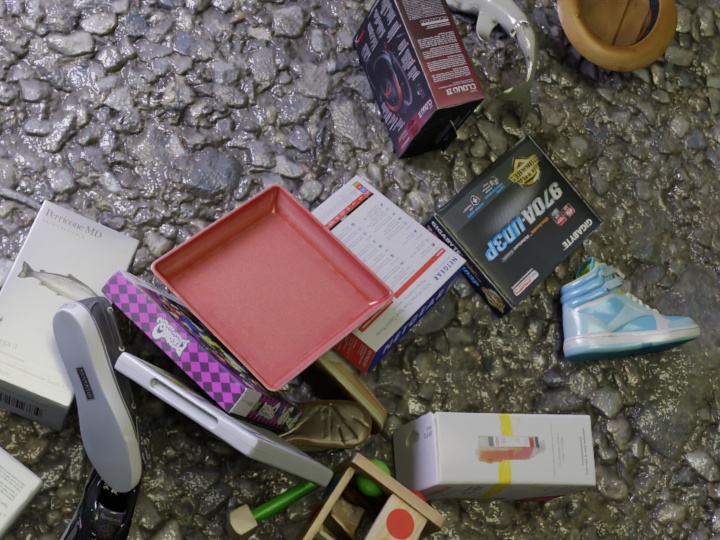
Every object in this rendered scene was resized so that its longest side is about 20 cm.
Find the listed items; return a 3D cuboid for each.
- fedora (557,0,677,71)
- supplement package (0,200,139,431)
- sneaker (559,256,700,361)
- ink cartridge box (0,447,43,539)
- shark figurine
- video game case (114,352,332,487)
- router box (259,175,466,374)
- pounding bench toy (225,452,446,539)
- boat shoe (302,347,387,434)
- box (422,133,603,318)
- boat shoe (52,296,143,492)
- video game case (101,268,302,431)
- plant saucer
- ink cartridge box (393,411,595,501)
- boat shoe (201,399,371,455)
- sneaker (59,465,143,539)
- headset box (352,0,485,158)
[{"bbox_3d":[0.355,-0.367,1.684,0.197,0.082,0.204,4,75,-15],"label":"fedora"},{"bbox_3d":[-0.333,0.050,1.272,0.115,0.117,0.202,22,65,-9],"label":"supplement package"},{"bbox_3d":[0.349,0.043,1.539,0.197,0.080,0.133,-3,74,-21],"label":"sneaker"},{"bbox_3d":[-0.440,0.255,1.181,0.146,0.083,0.201,39,63,-3],"label":"ink cartridge box"},{"bbox_3d":[0.210,-0.320,1.622,0.127,0.089,0.216,-30,73,8],"label":"shark figurine"},{"bbox_3d":[-0.135,0.155,1.201,0.181,0.200,0.022,29,84,26],"label":"video game case"},{"bbox_3d":[0.000,0.000,1.401,0.179,0.049,0.200,39,50,13],"label":"router box"},{"bbox_3d":[-0.032,0.275,1.296,0.199,0.124,0.157,37,64,-4],"label":"pounding bench toy"},{"bbox_3d":[-0.034,0.104,1.383,0.200,0.074,0.066,46,59,1],"label":"boat shoe"},{"bbox_3d":[0.201,-0.061,1.540,0.199,0.046,0.159,-39,87,-27],"label":"box"},{"bbox_3d":[-0.253,0.122,1.198,0.066,0.069,0.203,-28,103,-50],"label":"boat shoe"},{"bbox_3d":[-0.165,0.089,1.257,0.199,0.181,0.036,40,90,21],"label":"video game case"},{"bbox_3d":[-0.097,0.021,1.296,0.199,0.037,0.199,43,55,16],"label":"plant saucer"},{"bbox_3d":[0.152,0.220,1.370,0.197,0.145,0.085,4,71,-17],"label":"ink cartridge box"},{"bbox_3d":[-0.086,0.182,1.343,0.197,0.065,0.074,7,62,3],"label":"boat shoe"},{"bbox_3d":[-0.278,0.279,1.228,0.075,0.088,0.203,17,67,-13],"label":"sneaker"},{"bbox_3d":[0.075,-0.250,1.505,0.074,0.149,0.203,-15,76,-23],"label":"headset box"}]
